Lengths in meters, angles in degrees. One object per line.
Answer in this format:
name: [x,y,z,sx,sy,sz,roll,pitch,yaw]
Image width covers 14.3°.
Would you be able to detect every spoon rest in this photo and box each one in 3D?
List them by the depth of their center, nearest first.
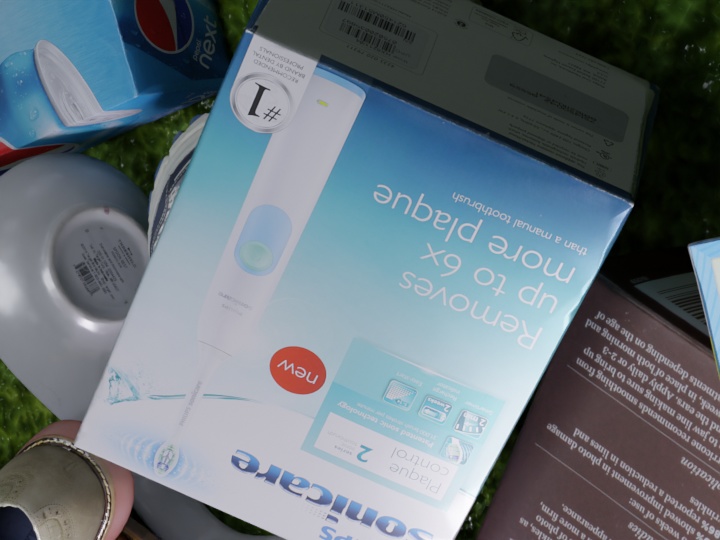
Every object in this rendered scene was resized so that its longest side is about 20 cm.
spoon rest: [-0.100,0.044,1.219,0.061,0.099,0.200,-24,95,57]

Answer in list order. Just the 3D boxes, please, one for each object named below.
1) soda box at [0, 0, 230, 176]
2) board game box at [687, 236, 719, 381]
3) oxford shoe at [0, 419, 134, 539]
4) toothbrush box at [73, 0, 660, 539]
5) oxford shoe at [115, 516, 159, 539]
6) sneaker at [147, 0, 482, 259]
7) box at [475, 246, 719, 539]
soda box: [-0.150,-0.080,1.249,0.200,0.064,0.068,-20,85,41]
board game box: [0.219,0.034,0.930,0.200,0.034,0.135,-12,89,19]
oxford shoe: [-0.167,0.150,1.202,0.071,0.074,0.200,33,119,12]
toothbrush box: [0.000,0.000,1.038,0.146,0.085,0.200,25,126,-3]
oxford shoe: [-0.150,0.139,1.269,0.200,0.071,0.071,6,130,42]
sneaker: [-0.027,-0.034,1.122,0.200,0.077,0.085,-51,21,34]
box: [0.104,0.103,1.061,0.100,0.075,0.200,36,117,30]
